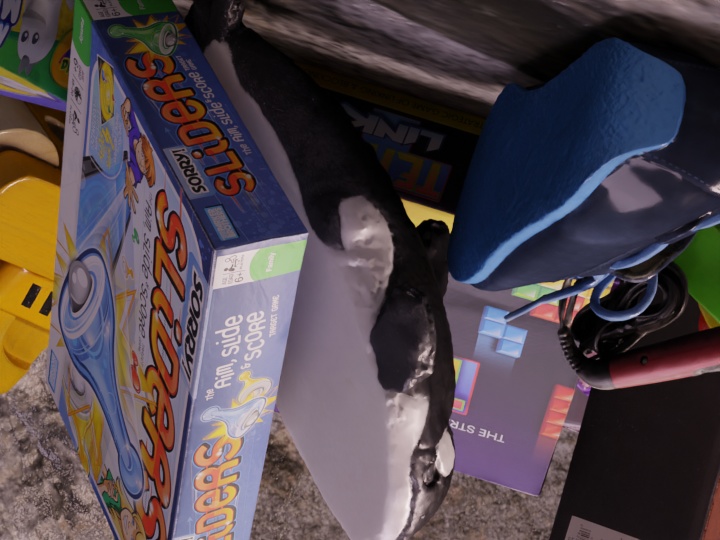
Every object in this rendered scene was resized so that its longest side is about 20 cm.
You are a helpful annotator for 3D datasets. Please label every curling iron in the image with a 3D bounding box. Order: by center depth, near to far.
[{"bbox_3d":[0.150,0.008,0.651,0.199,0.050,0.026,-7,-169,34],"label":"curling iron"}]

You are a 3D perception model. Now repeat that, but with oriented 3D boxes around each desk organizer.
[{"bbox_3d":[0.142,0.084,0.859,0.071,0.201,0.077,14,176,39],"label":"desk organizer"}]

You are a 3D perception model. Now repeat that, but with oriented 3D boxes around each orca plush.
[{"bbox_3d":[-0.004,-0.006,0.711,0.071,0.201,0.105,-20,167,-42],"label":"orca plush"}]

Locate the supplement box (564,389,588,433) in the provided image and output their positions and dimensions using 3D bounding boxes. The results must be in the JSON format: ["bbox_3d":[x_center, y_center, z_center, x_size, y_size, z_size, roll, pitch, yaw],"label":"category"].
[{"bbox_3d":[0.216,0.093,1.171,0.199,0.061,0.109,20,173,-32],"label":"supplement box"}]

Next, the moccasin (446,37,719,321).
[{"bbox_3d":[0.076,-0.020,0.622,0.068,0.081,0.200,14,177,-10],"label":"moccasin"}]

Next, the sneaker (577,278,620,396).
[{"bbox_3d":[0.050,0.002,0.934,0.199,0.089,0.080,19,179,18],"label":"sneaker"}]

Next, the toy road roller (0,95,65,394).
[{"bbox_3d":[-0.192,-0.020,1.039,0.123,0.146,0.200,51,-169,33],"label":"toy road roller"}]

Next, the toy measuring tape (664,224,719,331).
[{"bbox_3d":[0.181,0.036,0.701,0.200,0.074,0.074,46,180,9],"label":"toy measuring tape"}]

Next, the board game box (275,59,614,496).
[{"bbox_3d":[0.000,0.000,0.812,0.199,0.057,0.166,17,141,6],"label":"board game box"}]

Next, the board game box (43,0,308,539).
[{"bbox_3d":[-0.072,0.017,0.718,0.034,0.201,0.136,-12,-133,-24],"label":"board game box"}]

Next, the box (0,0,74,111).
[{"bbox_3d":[-0.184,-0.112,0.733,0.117,0.049,0.200,16,174,23],"label":"box"}]
